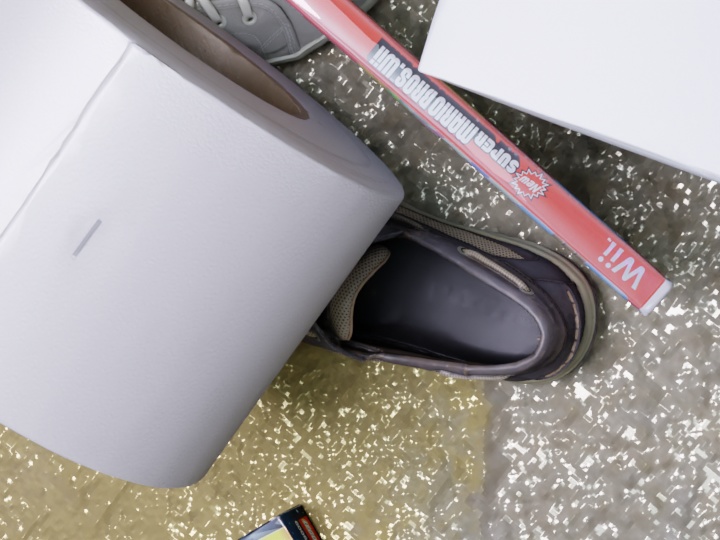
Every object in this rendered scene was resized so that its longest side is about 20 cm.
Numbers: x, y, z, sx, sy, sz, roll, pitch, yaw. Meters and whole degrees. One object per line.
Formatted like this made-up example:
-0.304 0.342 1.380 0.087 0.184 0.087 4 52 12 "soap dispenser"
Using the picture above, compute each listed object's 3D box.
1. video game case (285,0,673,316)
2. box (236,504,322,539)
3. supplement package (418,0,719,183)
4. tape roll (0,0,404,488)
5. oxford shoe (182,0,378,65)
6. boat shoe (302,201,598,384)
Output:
0.034 -0.060 0.861 0.200 0.143 0.017 41 94 -3 "video game case"
-0.034 0.224 0.965 0.136 0.038 0.201 -32 84 14 "box"
0.134 -0.115 0.822 0.150 0.200 0.153 21 97 13 "supplement package"
-0.102 -0.033 0.841 0.202 0.203 0.139 38 98 11 "tape roll"
-0.067 -0.119 0.952 0.199 0.058 0.076 -21 83 13 "oxford shoe"
0.000 0.000 0.929 0.199 0.073 0.075 10 95 15 "boat shoe"
